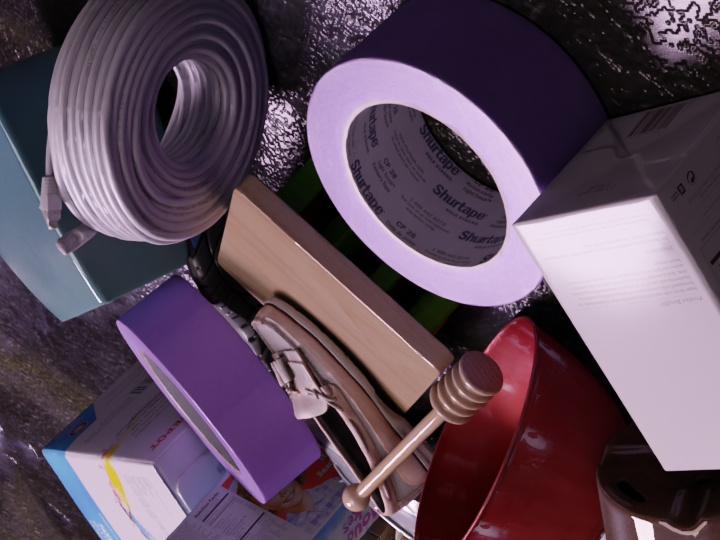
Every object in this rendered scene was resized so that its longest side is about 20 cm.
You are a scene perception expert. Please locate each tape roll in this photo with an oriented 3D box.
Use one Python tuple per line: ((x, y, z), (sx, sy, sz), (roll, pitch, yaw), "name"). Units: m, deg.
((0.066, -0.079, 1.143), (0.200, 0.085, 0.200), (29, 143, 24), "tape roll")
((-0.121, 0.101, 1.449), (0.200, 0.066, 0.200), (48, 168, 13), "tape roll")

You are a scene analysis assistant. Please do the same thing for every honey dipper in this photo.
((0.038, 0.127, 1.283), (0.038, 0.038, 0.200), (44, 132, 2), "honey dipper")

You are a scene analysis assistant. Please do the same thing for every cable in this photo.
((-0.143, -0.119, 1.230), (0.069, 0.200, 0.201), (15, 114, 31), "cable")

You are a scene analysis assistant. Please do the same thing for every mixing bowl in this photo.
((0.129, 0.145, 1.251), (0.108, 0.201, 0.200), (23, 148, -8), "mixing bowl")

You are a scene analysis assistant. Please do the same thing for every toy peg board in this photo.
((0.000, 0.000, 1.320), (0.200, 0.098, 0.199), (42, 163, 5), "toy peg board")

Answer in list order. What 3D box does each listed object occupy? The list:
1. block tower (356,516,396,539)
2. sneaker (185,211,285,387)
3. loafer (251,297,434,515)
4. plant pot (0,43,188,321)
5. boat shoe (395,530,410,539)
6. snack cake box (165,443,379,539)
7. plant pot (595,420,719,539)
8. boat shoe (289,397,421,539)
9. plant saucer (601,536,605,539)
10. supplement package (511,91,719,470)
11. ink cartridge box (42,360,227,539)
((0.015, 0.290, 1.623), (0.058, 0.054, 0.200), (24, 148, 26), "block tower")
((-0.115, 0.016, 1.464), (0.082, 0.073, 0.200), (9, 131, 50), "sneaker")
((-0.019, 0.110, 1.350), (0.200, 0.063, 0.072), (46, 164, -11), "loafer")
((-0.233, -0.071, 1.393), (0.141, 0.141, 0.200), (-21, 96, 55), "plant pot")
((0.073, 0.292, 1.578), (0.063, 0.073, 0.201), (-104, -7, -52), "boat shoe")
((-0.069, 0.219, 1.517), (0.115, 0.200, 0.067), (23, 143, 31), "snack cake box")
((0.255, 0.204, 1.163), (0.200, 0.200, 0.199), (9, 124, 43), "plant pot")
((0.005, 0.164, 1.458), (0.201, 0.070, 0.072), (40, 136, 36), "boat shoe")
((0.147, 0.224, 1.432), (0.200, 0.027, 0.201), (25, 139, 24), "plant saucer")
((0.211, 0.010, 1.044), (0.121, 0.120, 0.200), (-10, 119, 51), "supplement package")
((-0.173, 0.188, 1.651), (0.200, 0.147, 0.146), (-2, 125, 50), "ink cartridge box")
